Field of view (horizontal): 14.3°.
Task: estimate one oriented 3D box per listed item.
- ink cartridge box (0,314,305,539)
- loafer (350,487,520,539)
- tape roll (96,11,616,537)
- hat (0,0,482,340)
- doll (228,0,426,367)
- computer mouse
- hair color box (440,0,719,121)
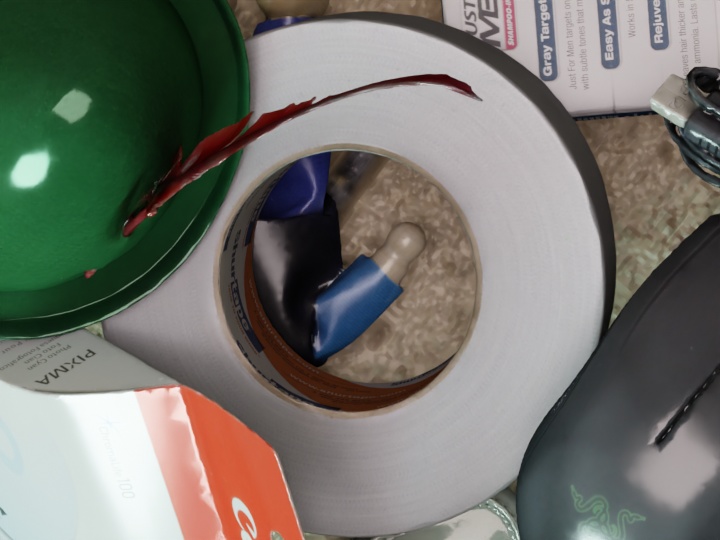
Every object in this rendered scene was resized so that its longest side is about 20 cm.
[{"bbox_3d":[-0.083,0.108,1.107,0.047,0.200,0.161,-30,122,-24],"label":"ink cartridge box"},{"bbox_3d":[-0.011,0.160,1.183,0.200,0.070,0.070,-41,88,6],"label":"loafer"},{"bbox_3d":[0.000,0.000,1.128,0.199,0.066,0.202,2,98,10],"label":"tape roll"},{"bbox_3d":[-0.098,-0.036,0.991,0.165,0.176,0.201,25,103,-22],"label":"hat"},{"bbox_3d":[-0.040,-0.014,1.191,0.136,0.048,0.201,-1,92,7],"label":"doll"},{"bbox_3d":[0.123,0.035,1.032,0.138,0.053,0.201,33,93,13],"label":"computer mouse"},{"bbox_3d":[0.132,-0.114,1.164,0.199,0.061,0.101,-4,92,6],"label":"hair color box"}]
